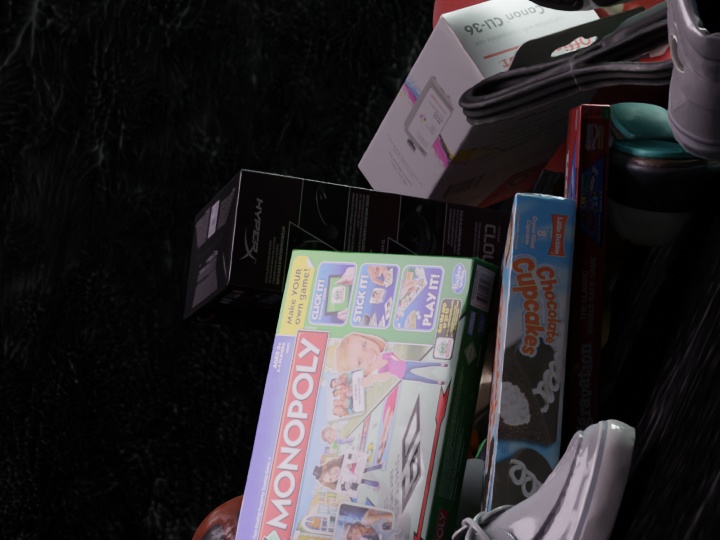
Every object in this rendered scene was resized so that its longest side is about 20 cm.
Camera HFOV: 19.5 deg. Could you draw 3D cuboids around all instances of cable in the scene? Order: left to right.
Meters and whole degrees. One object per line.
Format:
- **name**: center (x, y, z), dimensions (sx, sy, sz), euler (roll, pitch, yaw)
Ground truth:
- **cable**: center (0.147, -0.109, 1.210), dimensions (0.199, 0.050, 0.097), euler (-25, 24, 26)

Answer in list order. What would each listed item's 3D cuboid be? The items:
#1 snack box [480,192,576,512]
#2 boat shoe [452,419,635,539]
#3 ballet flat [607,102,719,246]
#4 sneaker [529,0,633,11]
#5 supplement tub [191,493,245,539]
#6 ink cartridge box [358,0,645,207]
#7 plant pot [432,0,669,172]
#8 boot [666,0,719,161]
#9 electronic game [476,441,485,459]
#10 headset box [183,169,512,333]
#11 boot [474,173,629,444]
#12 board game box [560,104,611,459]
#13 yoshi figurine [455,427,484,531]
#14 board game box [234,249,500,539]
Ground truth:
- **snack box**: center (0.089, 0.072, 1.145), dimensions (0.116, 0.037, 0.201), euler (92, -176, -70)
- **boat shoe**: center (0.071, 0.155, 1.030), dimensions (0.072, 0.068, 0.201), euler (-65, -1, -68)
- **ballet flat**: center (0.170, -0.051, 1.223), dimensions (0.200, 0.073, 0.073), euler (-84, 18, -78)
- **sneaker**: center (0.175, -0.200, 1.317), dimensions (0.092, 0.199, 0.076), euler (-33, -51, -71)
- **supplement tub**: center (-0.047, 0.243, 1.352), dimensions (0.200, 0.106, 0.107), euler (-109, 36, -51)
- **ink cartridge box**: center (0.090, -0.118, 1.370), dimensions (0.116, 0.068, 0.200), euler (-21, -23, -34)
- **plant pot**: center (0.172, -0.190, 1.470), dimensions (0.201, 0.200, 0.177), euler (-65, 11, -25)
- **boot**: center (0.199, -0.160, 1.102), dimensions (0.096, 0.073, 0.201), euler (85, -168, -51)
- **electronic game**: center (0.082, 0.166, 1.487), dimensions (0.200, 0.041, 0.201), euler (25, -90, -89)
- **headset box**: center (0.000, 0.000, 1.338), dimensions (0.149, 0.199, 0.078), euler (150, 128, -71)
- **boot**: center (0.108, 0.031, 1.442), dimensions (0.155, 0.073, 0.200), euler (-45, 18, 33)
- **board game box**: center (0.125, 0.008, 1.188), dimensions (0.103, 0.019, 0.202), euler (-45, -43, -86)
- **yoshi figurine**: center (0.055, 0.151, 1.232), dimensions (0.113, 0.111, 0.201), euler (-52, 17, 45)
- **board game box**: center (0.001, 0.090, 1.185), dimensions (0.029, 0.134, 0.201), euler (23, -106, -51)
